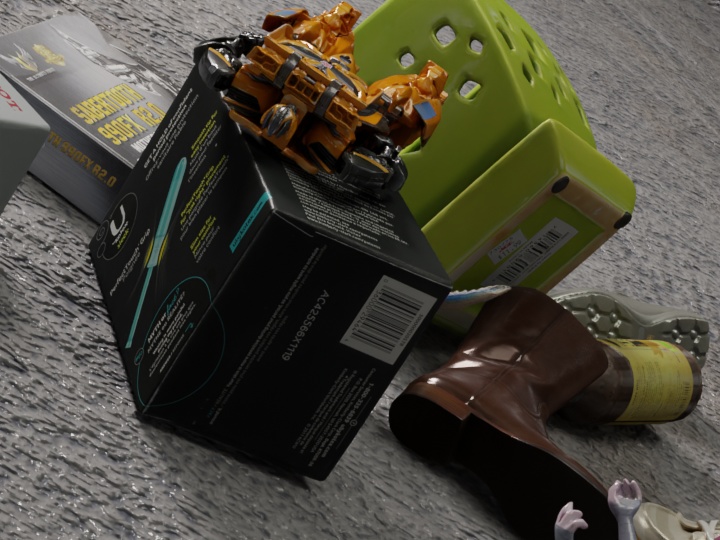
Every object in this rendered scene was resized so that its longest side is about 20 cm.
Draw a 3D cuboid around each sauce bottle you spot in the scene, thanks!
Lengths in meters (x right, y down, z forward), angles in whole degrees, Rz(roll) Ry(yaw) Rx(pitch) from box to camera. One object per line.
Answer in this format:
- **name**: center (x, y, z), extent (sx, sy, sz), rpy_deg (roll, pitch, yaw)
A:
- **sauce bottle**: center (0.178, 0.081, 1.796), extent (0.065, 0.065, 0.199), rpy_deg (45, 22, 29)

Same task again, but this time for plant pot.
- **plant pot**: center (0.070, -0.071, 1.745), extent (0.182, 0.200, 0.199), rpy_deg (54, 12, 26)

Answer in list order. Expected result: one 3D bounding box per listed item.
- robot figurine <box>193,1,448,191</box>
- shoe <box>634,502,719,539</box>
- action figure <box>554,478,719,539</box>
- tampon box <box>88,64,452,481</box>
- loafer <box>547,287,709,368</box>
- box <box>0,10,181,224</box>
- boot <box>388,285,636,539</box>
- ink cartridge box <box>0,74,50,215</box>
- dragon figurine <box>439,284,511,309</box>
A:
- **robot figurine**: center (-0.017, -0.107, 1.452), extent (0.145, 0.058, 0.200), rpy_deg (34, 17, 6)
- **shoe**: center (0.259, 0.197, 1.666), extent (0.199, 0.054, 0.070), rpy_deg (28, 19, -22)
- **action figure**: center (0.162, 0.193, 1.377), extent (0.134, 0.199, 0.150), rpy_deg (-10, 89, -53)
- **tampon box**: center (-0.059, -0.004, 1.456), extent (0.126, 0.150, 0.200), rpy_deg (24, 21, -27)
- **loafer**: center (0.189, 0.050, 1.913), extent (0.199, 0.070, 0.070), rpy_deg (12, -4, -43)
- **box**: center (-0.174, -0.101, 1.660), extent (0.158, 0.048, 0.200), rpy_deg (37, 18, 4)
- **boot**: center (0.132, 0.095, 1.622), extent (0.186, 0.064, 0.200), rpy_deg (36, 30, 10)
- **ink cartridge box**: center (-0.297, -0.101, 1.392), extent (0.146, 0.083, 0.200), rpy_deg (45, 21, 29)
- **dragon figurine**: center (0.000, 0.000, 1.572), extent (0.059, 0.199, 0.100), rpy_deg (12, 66, -45)
